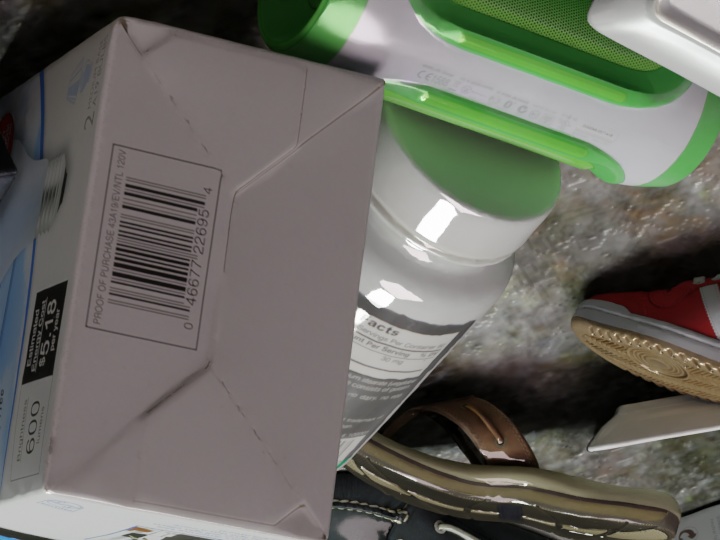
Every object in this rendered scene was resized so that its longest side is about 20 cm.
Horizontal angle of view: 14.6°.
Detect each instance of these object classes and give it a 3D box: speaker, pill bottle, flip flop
[{"bbox_3d":[0.059,-0.098,1.206,0.200,0.089,0.088,18,134,-27],"label":"speaker"},{"bbox_3d":[0.000,0.000,1.293,0.113,0.113,0.200,17,134,-27],"label":"pill bottle"},{"bbox_3d":[0.070,0.097,1.458,0.200,0.058,0.081,12,166,4],"label":"flip flop"}]

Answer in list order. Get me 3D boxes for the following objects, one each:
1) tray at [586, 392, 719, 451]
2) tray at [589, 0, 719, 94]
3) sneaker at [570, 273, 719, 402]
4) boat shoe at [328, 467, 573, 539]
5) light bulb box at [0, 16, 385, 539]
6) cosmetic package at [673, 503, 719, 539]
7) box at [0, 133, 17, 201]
[{"bbox_3d":[0.214,0.067,1.452,0.200,0.022,0.107,-10,175,3],"label":"tray"},{"bbox_3d":[0.183,-0.158,1.113,0.107,0.022,0.200,28,107,-3],"label":"tray"},{"bbox_3d":[0.207,0.008,1.381,0.200,0.113,0.071,11,164,29],"label":"sneaker"},{"bbox_3d":[0.037,0.154,1.525,0.200,0.060,0.076,13,136,-23],"label":"boat shoe"},{"bbox_3d":[-0.094,0.019,1.185,0.125,0.199,0.200,13,165,-23],"label":"light bulb box"},{"bbox_3d":[0.281,0.160,1.563,0.200,0.074,0.102,-22,138,18],"label":"cosmetic package"},{"bbox_3d":[-0.261,-0.015,1.205,0.148,0.104,0.200,-6,147,-39],"label":"box"}]
